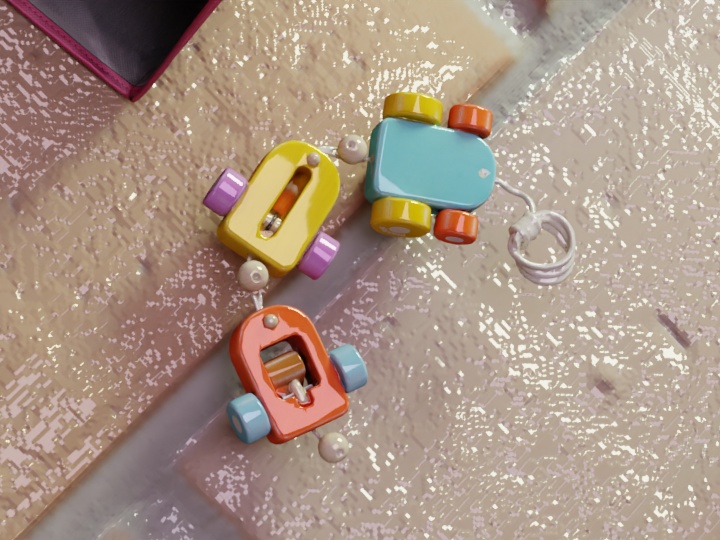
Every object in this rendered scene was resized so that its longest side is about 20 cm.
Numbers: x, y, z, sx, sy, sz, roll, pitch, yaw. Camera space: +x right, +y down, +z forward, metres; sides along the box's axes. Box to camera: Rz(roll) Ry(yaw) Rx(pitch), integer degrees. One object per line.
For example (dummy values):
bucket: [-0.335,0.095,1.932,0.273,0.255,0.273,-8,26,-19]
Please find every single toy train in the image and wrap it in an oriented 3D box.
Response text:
toy train: [0.000,0.000,1.210,0.200,0.056,0.150,-30,88,-20]

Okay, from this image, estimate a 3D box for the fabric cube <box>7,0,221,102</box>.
fabric cube: [-0.103,-0.238,1.156,0.200,0.196,0.199,39,68,-6]
